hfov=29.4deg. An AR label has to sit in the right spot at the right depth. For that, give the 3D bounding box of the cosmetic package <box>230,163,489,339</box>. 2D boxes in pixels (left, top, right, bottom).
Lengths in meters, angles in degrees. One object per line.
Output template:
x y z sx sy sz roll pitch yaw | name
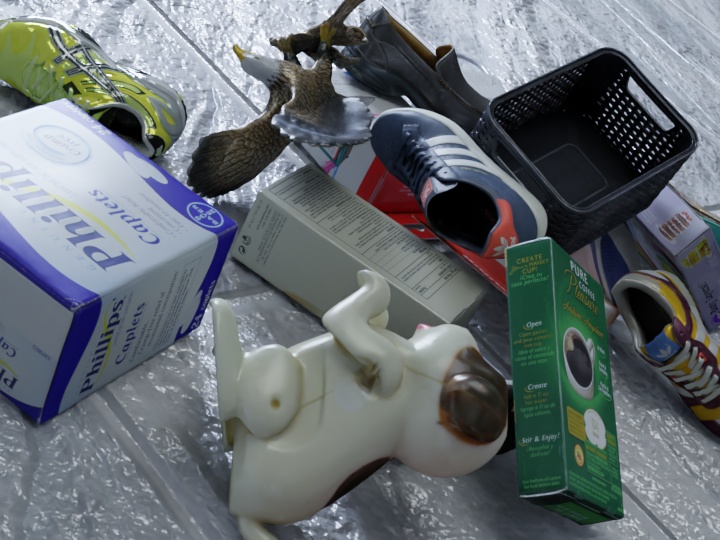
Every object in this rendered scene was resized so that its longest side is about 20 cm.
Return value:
0.000 0.000 1.181 0.199 0.071 0.105 36 29 13 | cosmetic package

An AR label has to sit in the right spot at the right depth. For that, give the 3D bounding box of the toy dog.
0.003 0.094 0.930 0.198 0.140 0.196 -7 62 -6 | toy dog

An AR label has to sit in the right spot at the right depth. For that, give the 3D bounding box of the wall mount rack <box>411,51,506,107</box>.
0.156 -0.166 1.564 0.172 0.075 0.201 6 37 -27 | wall mount rack

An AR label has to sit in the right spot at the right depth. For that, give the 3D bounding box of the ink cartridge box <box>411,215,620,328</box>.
0.147 -0.005 1.263 0.162 0.050 0.200 42 7 22 | ink cartridge box

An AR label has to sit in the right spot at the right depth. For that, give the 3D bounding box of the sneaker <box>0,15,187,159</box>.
-0.251 -0.164 1.223 0.198 0.076 0.077 22 30 -7 | sneaker

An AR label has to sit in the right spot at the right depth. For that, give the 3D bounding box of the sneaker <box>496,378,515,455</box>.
0.050 0.088 1.092 0.198 0.076 0.116 3 36 -35 | sneaker

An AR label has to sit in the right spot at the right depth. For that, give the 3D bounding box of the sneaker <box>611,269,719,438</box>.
0.304 0.086 1.275 0.090 0.075 0.201 -2 49 -54 | sneaker

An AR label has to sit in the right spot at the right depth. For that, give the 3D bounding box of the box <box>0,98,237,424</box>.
-0.223 -0.016 0.995 0.183 0.105 0.200 35 32 13 | box

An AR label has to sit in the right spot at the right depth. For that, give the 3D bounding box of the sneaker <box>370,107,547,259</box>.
0.068 -0.078 1.197 0.199 0.076 0.084 37 34 30 | sneaker

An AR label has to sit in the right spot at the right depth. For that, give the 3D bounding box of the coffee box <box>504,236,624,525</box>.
0.159 0.088 1.075 0.123 0.044 0.202 31 52 -54 | coffee box

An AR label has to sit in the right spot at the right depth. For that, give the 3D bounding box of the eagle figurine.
-0.062 -0.145 1.231 0.149 0.152 0.202 13 55 -3 | eagle figurine

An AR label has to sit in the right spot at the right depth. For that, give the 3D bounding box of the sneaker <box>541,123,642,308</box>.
0.200 -0.037 1.394 0.080 0.115 0.201 -20 84 -46 | sneaker

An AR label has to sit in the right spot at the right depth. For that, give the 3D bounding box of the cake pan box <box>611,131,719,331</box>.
0.307 -0.051 1.439 0.201 0.052 0.184 54 2 35 | cake pan box

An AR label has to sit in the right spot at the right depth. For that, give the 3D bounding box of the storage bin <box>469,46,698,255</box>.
0.198 -0.106 1.271 0.199 0.094 0.136 -28 71 -35 | storage bin

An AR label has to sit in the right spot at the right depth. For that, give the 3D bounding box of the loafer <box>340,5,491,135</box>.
0.079 -0.199 1.418 0.199 0.073 0.073 24 25 -21 | loafer

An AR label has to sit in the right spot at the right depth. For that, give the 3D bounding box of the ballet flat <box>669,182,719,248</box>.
0.354 -0.067 1.591 0.199 0.068 0.067 37 12 5 | ballet flat

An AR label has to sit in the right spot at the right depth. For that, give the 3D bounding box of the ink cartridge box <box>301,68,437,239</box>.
0.023 -0.117 1.380 0.115 0.068 0.200 -4 43 -45 | ink cartridge box
